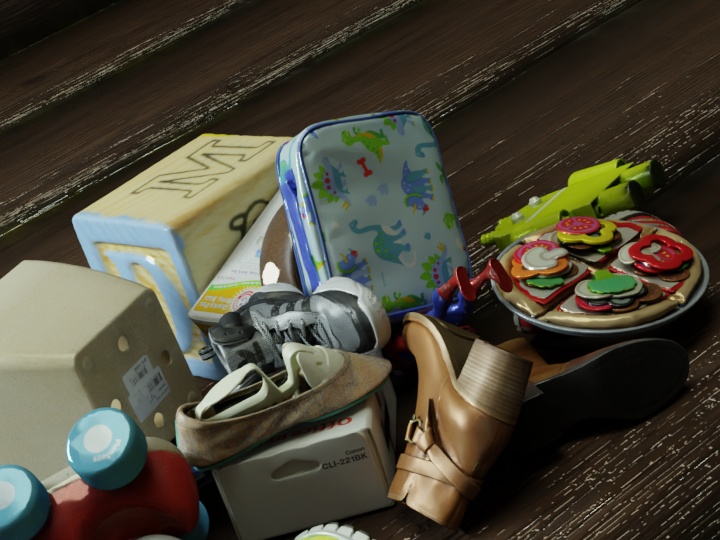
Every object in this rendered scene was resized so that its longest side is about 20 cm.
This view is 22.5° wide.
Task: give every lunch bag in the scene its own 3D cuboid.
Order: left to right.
[{"bbox_3d":[0.008,-0.047,1.720,0.160,0.201,0.082,-12,-7,-26],"label":"lunch bag"}]

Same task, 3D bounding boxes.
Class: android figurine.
[{"bbox_3d":[0.216,-0.063,1.881,0.199,0.041,0.182,-18,13,39],"label":"android figurine"}]

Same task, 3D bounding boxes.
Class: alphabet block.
[{"bbox_3d":[-0.156,-0.018,1.951,0.200,0.196,0.196,-37,29,-32],"label":"alphabet block"}]

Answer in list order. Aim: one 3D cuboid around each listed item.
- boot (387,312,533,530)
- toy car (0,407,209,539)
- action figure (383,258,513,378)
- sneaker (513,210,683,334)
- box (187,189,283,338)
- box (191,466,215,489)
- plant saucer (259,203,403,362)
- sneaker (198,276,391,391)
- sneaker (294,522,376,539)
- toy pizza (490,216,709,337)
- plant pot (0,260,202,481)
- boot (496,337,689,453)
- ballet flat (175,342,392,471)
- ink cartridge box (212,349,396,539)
[{"bbox_3d":[0.061,0.123,1.526,0.155,0.073,0.200,-67,21,1],"label":"boot"},{"bbox_3d":[-0.191,0.250,1.452,0.176,0.185,0.200,-29,55,-2],"label":"toy car"},{"bbox_3d":[0.071,0.054,1.675,0.065,0.052,0.200,-18,-15,-30],"label":"action figure"},{"bbox_3d":[0.229,0.000,1.733,0.200,0.077,0.085,-32,30,-26],"label":"sneaker"},{"bbox_3d":[-0.063,0.011,1.837,0.101,0.113,0.200,6,52,48],"label":"box"},{"bbox_3d":[-0.219,0.207,1.620,0.199,0.033,0.121,-23,-11,-8],"label":"box"},{"bbox_3d":[0.000,0.000,1.769,0.200,0.201,0.034,-31,-4,-25],"label":"plant saucer"},{"bbox_3d":[-0.064,0.063,1.618,0.114,0.076,0.200,-34,20,-32],"label":"sneaker"},{"bbox_3d":[-0.005,0.250,1.352,0.199,0.078,0.090,4,34,44],"label":"sneaker"},{"bbox_3d":[0.218,-0.004,1.654,0.199,0.032,0.201,-4,31,2],"label":"toy pizza"},{"bbox_3d":[-0.272,0.111,1.722,0.176,0.201,0.200,-8,25,35],"label":"plant pot"},{"bbox_3d":[0.176,0.096,1.607,0.188,0.069,0.200,-28,14,-8],"label":"boot"},{"bbox_3d":[-0.067,0.102,1.534,0.199,0.068,0.068,-26,24,-16],"label":"ballet flat"},{"bbox_3d":[-0.046,0.145,1.618,0.143,0.084,0.200,-16,22,8],"label":"ink cartridge box"}]
